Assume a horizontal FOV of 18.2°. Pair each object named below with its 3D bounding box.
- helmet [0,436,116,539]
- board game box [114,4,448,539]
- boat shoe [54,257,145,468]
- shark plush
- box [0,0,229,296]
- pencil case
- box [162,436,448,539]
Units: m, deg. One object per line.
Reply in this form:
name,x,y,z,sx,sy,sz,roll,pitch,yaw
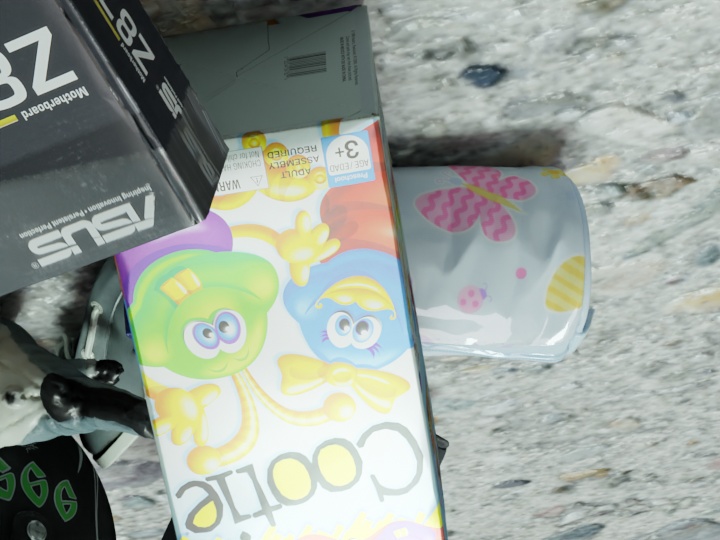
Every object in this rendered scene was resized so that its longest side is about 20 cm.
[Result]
helmet,-0.214,0.149,1.109,0.198,0.191,0.201,-9,128,-12
board game box,-0.030,0.018,0.848,0.102,0.105,0.202,-9,117,2
boat shoe,-0.112,0.039,1.078,0.062,0.073,0.200,40,156,0
shark plush,-0.143,0.039,0.980,0.083,0.092,0.199,-4,176,-37
box,-0.167,-0.059,0.730,0.198,0.049,0.162,-18,122,21
pencil case,0.000,0.000,0.960,0.198,0.091,0.083,-3,141,-14
box,-0.046,0.159,1.178,0.049,0.201,0.161,24,179,31
